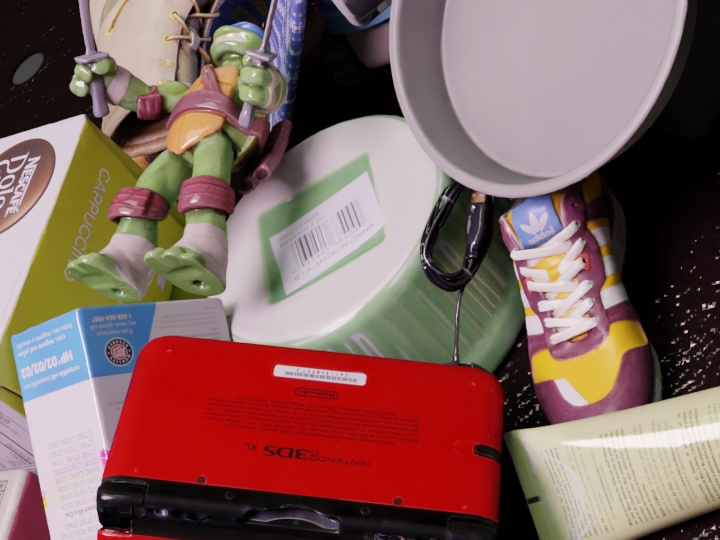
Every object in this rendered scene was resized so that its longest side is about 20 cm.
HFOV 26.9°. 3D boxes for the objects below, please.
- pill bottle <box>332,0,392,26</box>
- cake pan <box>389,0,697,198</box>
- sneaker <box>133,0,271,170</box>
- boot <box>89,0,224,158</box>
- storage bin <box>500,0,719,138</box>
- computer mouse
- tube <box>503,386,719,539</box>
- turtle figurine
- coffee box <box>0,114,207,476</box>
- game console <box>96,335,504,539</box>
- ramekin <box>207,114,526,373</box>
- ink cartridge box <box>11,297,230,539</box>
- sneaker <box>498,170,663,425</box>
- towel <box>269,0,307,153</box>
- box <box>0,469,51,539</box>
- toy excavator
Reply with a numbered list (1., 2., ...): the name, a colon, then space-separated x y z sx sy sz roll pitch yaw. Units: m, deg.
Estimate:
1. pill bottle: 0.043 -0.248 0.901 0.199 0.106 0.107 -39 39 7
2. cake pan: 0.099 -0.139 0.814 0.199 0.037 0.203 -4 85 44
3. sneaker: -0.132 -0.172 1.217 0.200 0.075 0.088 -50 39 -9
4. boot: -0.123 -0.184 1.115 0.199 0.073 0.157 -28 51 26
5. storage bin: 0.153 -0.174 0.931 0.199 0.134 0.146 25 74 48
6. computer mouse: 0.060 0.043 0.830 0.034 0.058 0.202 164 109 -66
7. tube: 0.171 0.089 0.748 0.198 0.052 0.058 -22 45 24
8. turtle figurine: -0.115 -0.093 0.879 0.142 0.200 0.196 11 65 4
9. coffee box: -0.214 0.050 0.992 0.196 0.200 0.201 -10 50 34
10. game console: -0.031 0.140 0.781 0.198 0.120 0.173 6 42 2
11. ramekin: 0.000 0.000 0.934 0.199 0.098 0.201 -23 43 23
12. ink cartridge box: -0.118 0.123 0.855 0.067 0.115 0.202 -20 79 39
13. sneaker: 0.113 0.007 0.839 0.074 0.090 0.201 -25 42 20
14. towel: -0.057 -0.159 1.076 0.024 0.201 0.146 5 49 -7
15. box: -0.234 0.237 0.907 0.127 0.109 0.202 -11 53 34
16. toy excavator: 0.011 -0.268 1.086 0.099 0.201 0.195 -11 35 33
